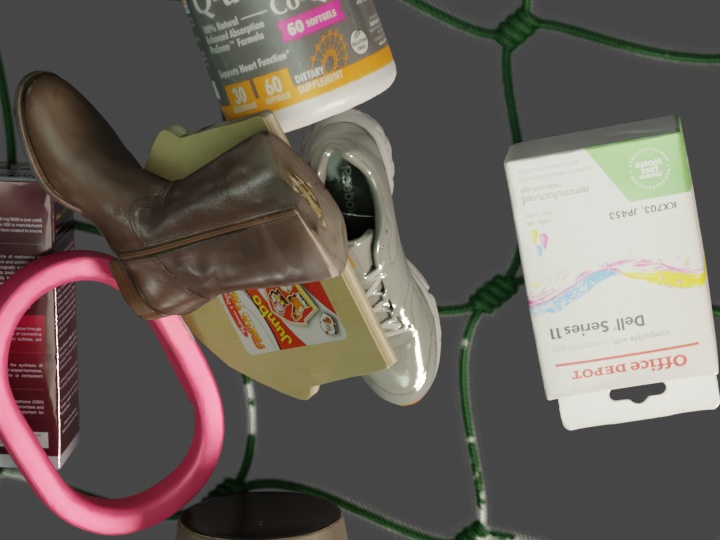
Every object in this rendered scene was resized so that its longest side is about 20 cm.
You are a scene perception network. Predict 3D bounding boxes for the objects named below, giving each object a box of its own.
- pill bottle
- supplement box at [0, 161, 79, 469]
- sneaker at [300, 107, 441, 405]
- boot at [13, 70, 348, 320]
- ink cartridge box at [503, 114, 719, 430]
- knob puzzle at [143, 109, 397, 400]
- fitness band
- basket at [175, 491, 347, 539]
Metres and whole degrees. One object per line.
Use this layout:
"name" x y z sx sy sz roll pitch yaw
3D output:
"pill bottle" -0.061 -0.192 1.251 0.115 0.116 0.202 -18 101 11
"supplement box" -0.250 0.029 1.359 0.108 0.061 0.202 3 105 6
"sneaker" 0.000 0.000 1.304 0.075 0.092 0.202 -15 103 10
"boot" -0.108 -0.062 1.217 0.199 0.064 0.187 -15 113 51
"ink cartridge box" 0.167 0.011 1.298 0.116 0.067 0.202 -10 103 9
"knob puzzle" -0.073 -0.009 1.296 0.219 0.030 0.221 27 136 30
"fitness band" -0.174 0.081 1.334 0.143 0.037 0.201 -33 115 -13
"basket" -0.063 0.262 1.361 0.178 0.136 0.202 0 101 2
